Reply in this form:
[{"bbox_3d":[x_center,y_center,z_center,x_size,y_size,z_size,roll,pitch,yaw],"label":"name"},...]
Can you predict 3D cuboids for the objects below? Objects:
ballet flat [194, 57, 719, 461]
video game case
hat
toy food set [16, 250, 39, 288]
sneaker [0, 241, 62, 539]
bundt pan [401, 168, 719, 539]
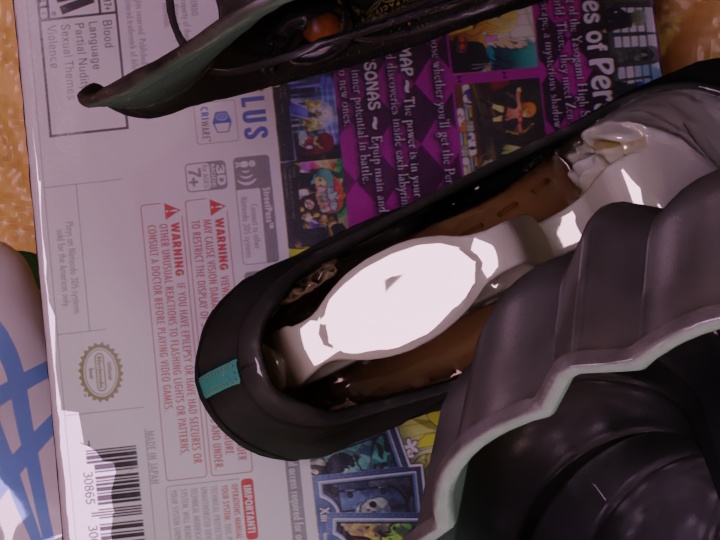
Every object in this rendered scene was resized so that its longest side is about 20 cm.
[{"bbox_3d":[0.052,-0.003,0.760,0.199,0.068,0.068,-26,84,-8],"label":"ballet flat"},{"bbox_3d":[0.000,0.000,0.809,0.180,0.036,0.201,-6,83,-3],"label":"video game case"},{"bbox_3d":[0.009,-0.100,0.700,0.200,0.200,0.081,-18,89,25],"label":"hat"},{"bbox_3d":[-0.034,0.059,0.880,0.197,0.049,0.201,-23,86,25],"label":"toy food set"},{"bbox_3d":[-0.081,0.086,0.849,0.072,0.072,0.201,-13,79,-14],"label":"sneaker"},{"bbox_3d":[0.110,0.047,0.708,0.201,0.202,0.076,-21,43,24],"label":"bundt pan"}]
